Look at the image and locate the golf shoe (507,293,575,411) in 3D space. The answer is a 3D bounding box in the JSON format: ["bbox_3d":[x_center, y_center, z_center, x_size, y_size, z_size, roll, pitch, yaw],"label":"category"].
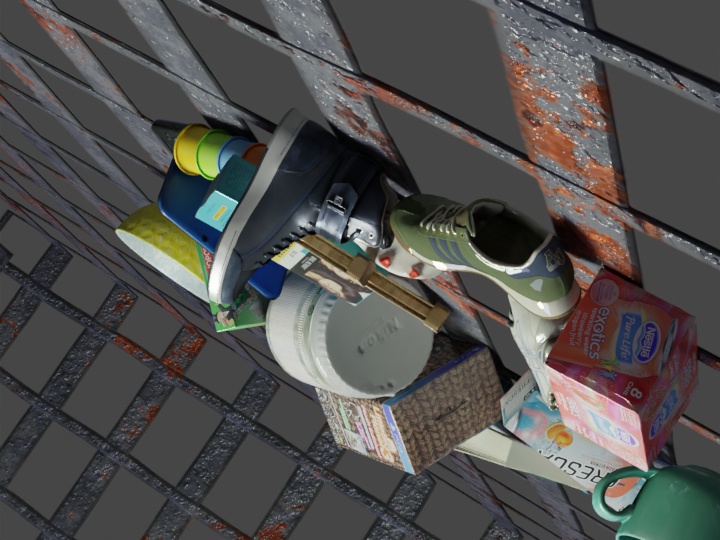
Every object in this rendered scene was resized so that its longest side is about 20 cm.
[{"bbox_3d":[0.192,0.071,1.444,0.097,0.078,0.200,48,170,25],"label":"golf shoe"}]

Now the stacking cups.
[{"bbox_3d":[-0.122,-0.121,1.559,0.199,0.061,0.060,14,158,46],"label":"stacking cups"}]

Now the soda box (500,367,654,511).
[{"bbox_3d":[0.261,0.204,1.714,0.200,0.064,0.068,37,-160,-14],"label":"soda box"}]

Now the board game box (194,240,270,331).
[{"bbox_3d":[-0.146,0.004,1.811,0.029,0.136,0.200,-15,176,17],"label":"board game box"}]

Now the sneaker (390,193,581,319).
[{"bbox_3d":[0.102,-0.036,1.243,0.200,0.067,0.090,29,158,33],"label":"sneaker"}]

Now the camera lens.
[{"bbox_3d":[-0.017,0.069,1.754,0.160,0.160,0.200,38,168,-20],"label":"camera lens"}]

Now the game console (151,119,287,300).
[{"bbox_3d":[-0.176,-0.074,1.723,0.200,0.119,0.170,41,167,-30],"label":"game console"}]

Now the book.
[{"bbox_3d":[0.195,0.232,1.847,0.133,0.048,0.200,21,176,-24],"label":"book"}]

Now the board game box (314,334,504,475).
[{"bbox_3d":[0.063,0.163,1.840,0.200,0.159,0.097,9,124,59],"label":"board game box"}]

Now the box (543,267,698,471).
[{"bbox_3d":[0.236,0.093,1.279,0.094,0.103,0.200,29,167,23],"label":"box"}]

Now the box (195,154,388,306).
[{"bbox_3d":[-0.067,-0.040,1.497,0.199,0.049,0.082,29,154,-11],"label":"box"}]

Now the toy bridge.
[{"bbox_3d":[0.000,0.000,1.429,0.199,0.027,0.067,31,178,8],"label":"toy bridge"}]

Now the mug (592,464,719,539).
[{"bbox_3d":[0.374,0.283,1.632,0.185,0.115,0.152,42,162,-29],"label":"mug"}]

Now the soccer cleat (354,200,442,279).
[{"bbox_3d":[0.001,-0.060,1.440,0.199,0.070,0.078,29,-162,-7],"label":"soccer cleat"}]

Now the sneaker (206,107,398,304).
[{"bbox_3d":[-0.050,-0.030,1.364,0.146,0.203,0.077,30,-165,3],"label":"sneaker"}]

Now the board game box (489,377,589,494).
[{"bbox_3d":[0.238,0.218,1.939,0.150,0.047,0.200,29,168,29],"label":"board game box"}]

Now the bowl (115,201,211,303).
[{"bbox_3d":[-0.241,-0.043,2.069,0.200,0.108,0.200,33,169,7],"label":"bowl"}]
